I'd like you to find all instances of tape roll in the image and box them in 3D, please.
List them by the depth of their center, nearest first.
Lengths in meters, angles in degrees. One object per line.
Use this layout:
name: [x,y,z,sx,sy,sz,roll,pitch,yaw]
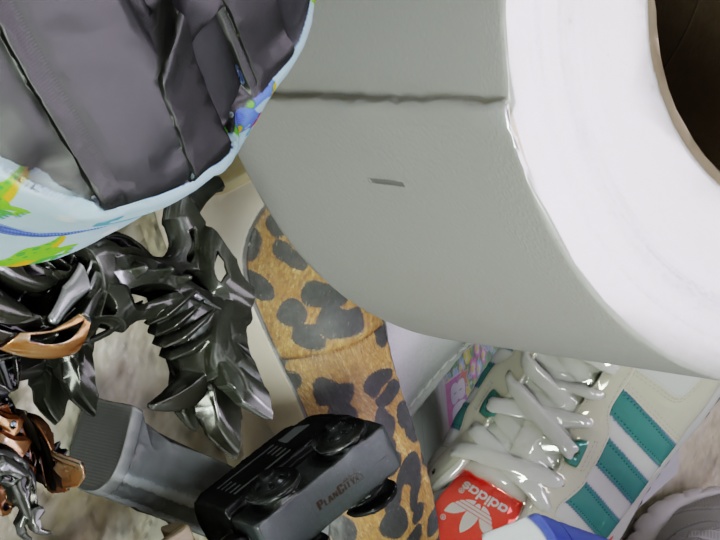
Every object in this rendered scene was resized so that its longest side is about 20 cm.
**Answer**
tape roll: [0.078,-0.073,0.808,0.202,0.139,0.204,-3,96,-36]

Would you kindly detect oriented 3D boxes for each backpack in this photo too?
backpack: [-0.100,-0.097,0.659,0.200,0.154,0.163,42,55,-5]

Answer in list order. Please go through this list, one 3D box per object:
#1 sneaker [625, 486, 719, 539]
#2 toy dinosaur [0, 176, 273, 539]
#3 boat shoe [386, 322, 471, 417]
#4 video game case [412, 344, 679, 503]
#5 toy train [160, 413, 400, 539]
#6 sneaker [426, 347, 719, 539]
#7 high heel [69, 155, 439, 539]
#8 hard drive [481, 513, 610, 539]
sneaker: [0.142,0.151,1.187,0.200,0.082,0.075,-31,121,-54]
toy dinosaur: [-0.102,0.011,0.747,0.135,0.102,0.201,5,113,-43]
boat shoe: [0.036,-0.013,0.990,0.201,0.068,0.072,-60,142,-35]
video game case: [0.075,0.050,1.119,0.200,0.018,0.144,-32,122,-54]
toy train: [-0.071,0.101,0.811,0.200,0.046,0.034,-36,115,-27]
sneaker: [0.066,0.059,0.960,0.093,0.070,0.200,-38,158,-48]
high heel: [0.000,0.000,0.899,0.142,0.071,0.201,25,87,-40]
hard drive: [0.097,0.150,0.871,0.200,0.025,0.133,28,42,-66]
